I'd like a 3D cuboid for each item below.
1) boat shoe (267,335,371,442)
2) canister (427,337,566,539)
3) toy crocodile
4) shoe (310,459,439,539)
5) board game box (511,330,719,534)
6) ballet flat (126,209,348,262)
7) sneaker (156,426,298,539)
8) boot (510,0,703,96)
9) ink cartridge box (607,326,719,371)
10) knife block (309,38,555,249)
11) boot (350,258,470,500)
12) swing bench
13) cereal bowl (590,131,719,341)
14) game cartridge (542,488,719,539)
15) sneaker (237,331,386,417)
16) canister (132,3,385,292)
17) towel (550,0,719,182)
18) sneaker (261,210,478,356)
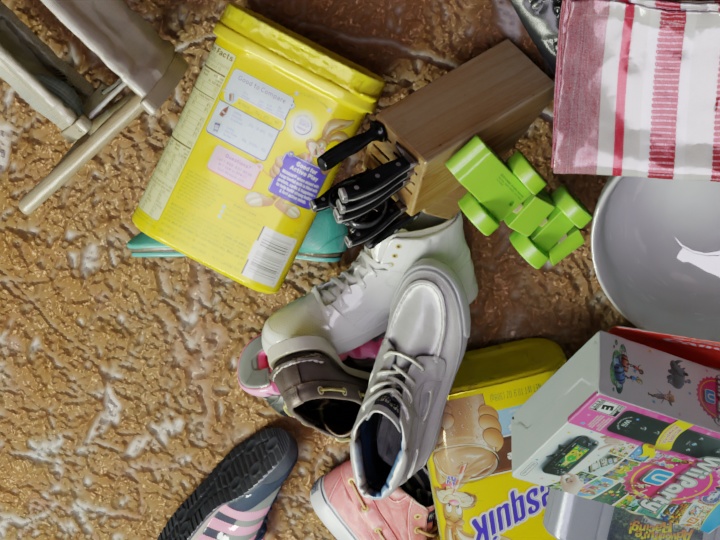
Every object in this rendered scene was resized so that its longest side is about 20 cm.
[{"bbox_3d":[-0.019,0.117,1.719,0.071,0.060,0.200,-20,152,15],"label":"boat shoe"},{"bbox_3d":[0.129,0.174,1.780,0.147,0.087,0.202,-13,112,-4],"label":"canister"},{"bbox_3d":[0.131,-0.058,1.640,0.068,0.062,0.200,-44,139,12],"label":"toy crocodile"},{"bbox_3d":[0.049,0.252,1.852,0.091,0.072,0.200,-37,101,28],"label":"shoe"},{"bbox_3d":[0.246,0.138,1.642,0.198,0.065,0.148,17,142,-19],"label":"board game box"},{"bbox_3d":[-0.108,-0.046,1.745,0.198,0.067,0.071,1,97,7],"label":"ballet flat"},{"bbox_3d":[-0.111,0.228,1.882,0.082,0.070,0.200,31,119,-29],"label":"sneaker"},{"bbox_3d":[0.208,-0.227,1.601,0.164,0.066,0.201,-27,98,6],"label":"boot"},{"bbox_3d":[0.277,0.090,1.666,0.159,0.200,0.048,10,82,1],"label":"ink cartridge box"},{"bbox_3d":[0.051,-0.106,1.598,0.064,0.175,0.200,45,103,21],"label":"knife block"},{"bbox_3d":[0.040,0.096,1.658,0.073,0.096,0.202,14,115,16],"label":"boot"},{"bbox_3d":[-0.267,-0.190,1.635,0.199,0.130,0.199,46,129,-14],"label":"swing bench"},{"bbox_3d":[0.294,-0.038,1.660,0.198,0.083,0.202,4,117,7],"label":"cereal bowl"},{"bbox_3d":[0.265,0.194,1.758,0.198,0.041,0.134,5,110,-17],"label":"game cartridge"},{"bbox_3d":[-0.008,0.082,1.790,0.198,0.079,0.096,-17,137,15],"label":"sneaker"},{"bbox_3d":[-0.088,-0.101,1.653,0.148,0.087,0.201,27,98,1],"label":"canister"},{"bbox_3d":[0.253,-0.143,1.568,0.198,0.023,0.145,3,104,6],"label":"towel"},{"bbox_3d":[0.000,0.000,1.702,0.198,0.074,0.116,-20,133,-9],"label":"sneaker"}]
